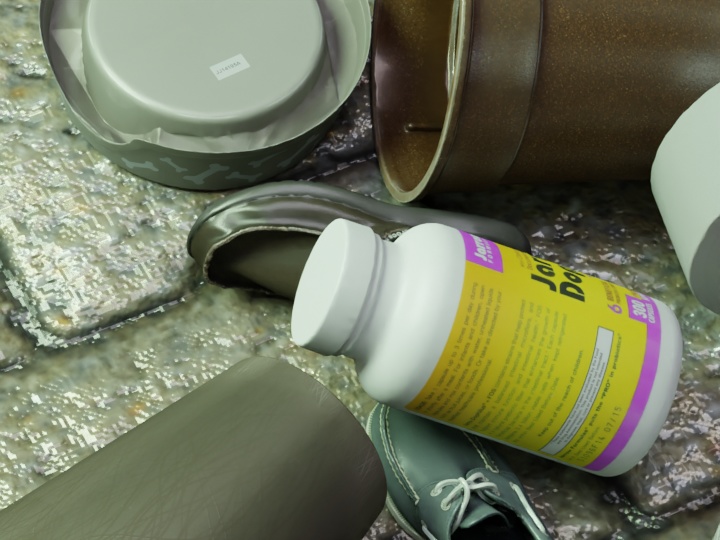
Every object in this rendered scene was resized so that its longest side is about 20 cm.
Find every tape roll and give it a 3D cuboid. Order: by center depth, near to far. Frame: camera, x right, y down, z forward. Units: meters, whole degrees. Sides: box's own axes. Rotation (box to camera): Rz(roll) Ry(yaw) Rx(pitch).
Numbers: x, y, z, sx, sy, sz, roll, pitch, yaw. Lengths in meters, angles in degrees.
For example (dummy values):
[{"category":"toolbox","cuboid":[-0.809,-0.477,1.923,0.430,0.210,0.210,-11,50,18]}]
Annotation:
[{"category":"tape roll","cuboid":[0.270,-0.052,1.576,0.202,0.203,0.071,-11,58,-14]}]

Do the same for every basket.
[{"category":"basket","cuboid":[-0.092,0.146,1.444,0.180,0.136,0.200,38,57,13]}]

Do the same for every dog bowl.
[{"category":"dog bowl","cuboid":[-0.094,-0.135,1.670,0.200,0.059,0.200,3,57,-4]}]

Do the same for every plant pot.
[{"category":"plant pot","cuboid":[0.124,-0.133,1.628,0.198,0.200,0.201,3,56,-15]}]

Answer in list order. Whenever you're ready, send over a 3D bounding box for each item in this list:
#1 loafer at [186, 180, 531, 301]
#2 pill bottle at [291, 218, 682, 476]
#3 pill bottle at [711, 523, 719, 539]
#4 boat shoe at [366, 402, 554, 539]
[{"category":"loafer","cuboid":[0.000,0.000,1.582,0.200,0.073,0.071,4,54,-4]},{"category":"pill bottle","cuboid":[0.068,0.037,1.518,0.200,0.104,0.104,19,54,-17]},{"category":"pill bottle","cuboid":[0.220,0.183,1.412,0.114,0.200,0.114,3,57,-5]},{"category":"boat shoe","cuboid":[0.070,0.135,1.508,0.073,0.062,0.200,-24,62,-19]}]
